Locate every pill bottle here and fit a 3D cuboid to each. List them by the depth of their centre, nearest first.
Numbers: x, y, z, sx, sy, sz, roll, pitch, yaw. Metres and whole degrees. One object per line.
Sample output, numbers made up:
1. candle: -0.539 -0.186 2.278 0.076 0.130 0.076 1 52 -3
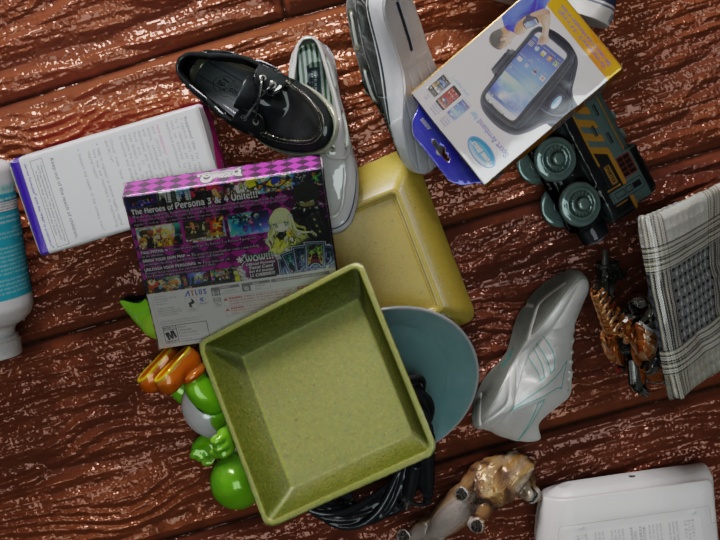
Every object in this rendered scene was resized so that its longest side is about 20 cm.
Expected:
1. pill bottle: -0.400 -0.008 1.325 0.109 0.111 0.203 -8 98 1

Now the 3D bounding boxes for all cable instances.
1. cable: 0.001 0.180 1.356 0.160 0.051 0.203 -4 118 -4

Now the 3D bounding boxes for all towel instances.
1. towel: 0.360 0.014 1.315 0.034 0.199 0.196 -3 103 45

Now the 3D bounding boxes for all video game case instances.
1. video game case: -0.123 -0.016 1.284 0.197 0.036 0.183 -9 122 0

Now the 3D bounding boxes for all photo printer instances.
1. photo printer: 0.290 0.304 1.401 0.197 0.069 0.169 -9 99 1

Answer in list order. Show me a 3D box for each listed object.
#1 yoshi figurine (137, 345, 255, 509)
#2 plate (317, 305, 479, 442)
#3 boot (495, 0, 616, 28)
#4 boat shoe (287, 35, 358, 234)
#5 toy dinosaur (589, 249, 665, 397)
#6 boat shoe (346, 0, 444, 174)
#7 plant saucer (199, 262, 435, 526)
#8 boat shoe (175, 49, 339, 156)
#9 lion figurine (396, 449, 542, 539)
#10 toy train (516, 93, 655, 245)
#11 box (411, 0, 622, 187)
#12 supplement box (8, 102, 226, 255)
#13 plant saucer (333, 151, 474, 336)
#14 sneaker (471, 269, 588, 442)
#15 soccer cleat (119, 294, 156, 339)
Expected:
1. yoshi figurine: -0.154 0.179 1.361 0.111 0.113 0.200 -34 110 25
2. plate: 0.029 0.117 1.366 0.197 0.026 0.203 -5 122 -8
3. boot: 0.173 -0.319 1.311 0.197 0.073 0.092 15 91 -11
4. boat shoe: -0.048 -0.139 1.308 0.072 0.067 0.203 -12 84 5
5. toy dinosaur: 0.286 0.054 1.317 0.101 0.200 0.138 4 72 13
6. boat shoe: 0.037 -0.199 1.323 0.072 0.070 0.203 -28 115 -36
7. plant saucer: -0.039 0.124 1.281 0.198 0.048 0.202 -26 78 18
8. boat shoe: -0.109 -0.173 1.275 0.199 0.066 0.075 37 103 30
9. lion figurine: 0.101 0.266 1.388 0.199 0.122 0.073 -34 87 20
10. toy train: 0.220 -0.130 1.332 0.113 0.085 0.202 -30 95 -9
11. box: 0.145 -0.177 1.264 0.199 0.041 0.119 -40 84 4
12. supplement box: -0.241 -0.097 1.318 0.197 0.101 0.105 -17 99 2
13. plant saucer: 0.000 0.000 1.363 0.198 0.048 0.202 -22 98 3
14. sneaker: 0.196 0.093 1.375 0.079 0.071 0.202 25 104 -13
15. soccer cleat: -0.179 -0.017 1.346 0.081 0.068 0.201 38 103 0
